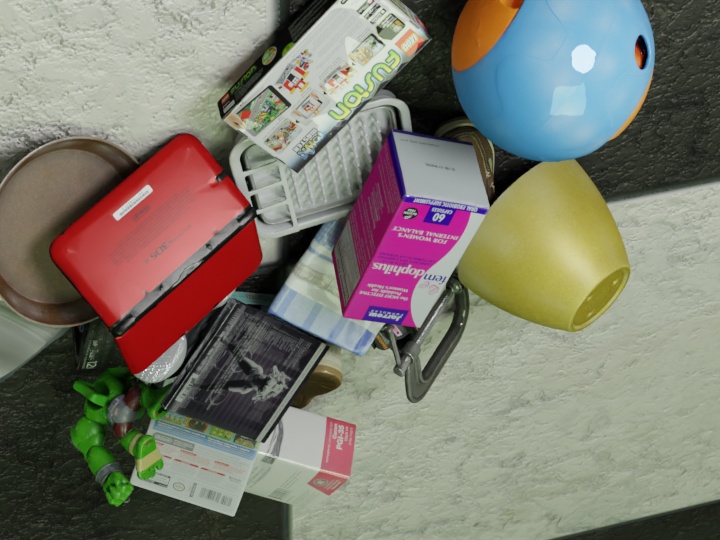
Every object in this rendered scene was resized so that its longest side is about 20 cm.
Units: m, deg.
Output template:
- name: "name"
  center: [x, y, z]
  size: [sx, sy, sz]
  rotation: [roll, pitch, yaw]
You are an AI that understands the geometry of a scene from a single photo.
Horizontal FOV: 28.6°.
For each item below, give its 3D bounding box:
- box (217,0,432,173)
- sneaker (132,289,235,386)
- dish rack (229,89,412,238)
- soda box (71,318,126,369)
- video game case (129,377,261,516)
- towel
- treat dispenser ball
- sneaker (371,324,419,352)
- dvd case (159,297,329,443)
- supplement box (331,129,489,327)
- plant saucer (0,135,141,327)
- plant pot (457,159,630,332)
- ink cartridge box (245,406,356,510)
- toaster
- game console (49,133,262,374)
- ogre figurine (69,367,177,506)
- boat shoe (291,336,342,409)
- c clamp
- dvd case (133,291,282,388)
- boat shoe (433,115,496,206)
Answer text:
- name: "box"
  center: [-0.037, -0.198, 1.403]
  size: [0.200, 0.035, 0.110]
  rotation: [-43, 128, 18]
- name: "sneaker"
  center: [-0.200, 0.046, 1.637]
  size: [0.201, 0.075, 0.114]
  rotation: [-56, 177, -14]
- name: "dish rack"
  center: [-0.041, -0.121, 1.539]
  size: [0.198, 0.044, 0.172]
  rotation: [-16, 143, -3]
- name: "soda box"
  center: [-0.281, 0.031, 1.623]
  size: [0.070, 0.064, 0.201]
  rotation: [-1, 142, -23]
- name: "video game case"
  center: [-0.193, 0.200, 1.776]
  size: [0.142, 0.018, 0.202]
  rotation: [19, 107, -8]
- name: "towel"
  center: [0.000, 0.000, 1.668]
  size: [0.146, 0.024, 0.201]
  rotation: [27, 108, -27]
- name: "treat dispenser ball"
  center: [0.188, -0.208, 1.386]
  size: [0.198, 0.202, 0.202]
  rotation: [-12, 145, -9]
- name: "sneaker"
  center: [0.023, 0.051, 1.755]
  size: [0.080, 0.087, 0.199]
  rotation: [-23, 147, 31]
- name: "dvd case"
  center: [-0.133, 0.122, 1.680]
  size: [0.149, 0.016, 0.199]
  rotation: [-56, 143, 4]
- name: "supplement box"
  center: [0.050, -0.042, 1.552]
  size: [0.100, 0.104, 0.201]
  rotation: [7, 137, -20]
- name: "plant saucer"
  center: [-0.302, -0.042, 1.462]
  size: [0.199, 0.034, 0.203]
  rotation: [-14, 114, -35]
- name: "plant pot"
  center: [0.234, -0.013, 1.666]
  size: [0.199, 0.142, 0.201]
  rotation: [-36, 154, -21]
- name: "ink cartridge box"
  center: [-0.124, 0.240, 1.893]
  size: [0.198, 0.084, 0.147]
  rotation: [18, 149, -16]
- name: "toaster"
  center: [-0.408, 0.037, 1.534]
  size: [0.199, 0.115, 0.129]
  rotation: [-35, 138, 26]
- name: "game console"
  center: [-0.213, -0.016, 1.508]
  size: [0.200, 0.173, 0.119]
  rotation: [-43, -171, -18]
- name: "ogre figurine"
  center: [-0.282, 0.167, 1.714]
  size: [0.098, 0.119, 0.202]
  rotation: [-5, 117, -55]
- name: "boat shoe"
  center: [-0.088, 0.134, 1.847]
  size: [0.072, 0.066, 0.199]
  rotation: [23, 149, -28]
- name: "c clamp"
  center: [0.094, 0.078, 1.792]
  size: [0.027, 0.200, 0.172]
  rotation: [16, 135, 25]
- name: "dvd case"
  center: [-0.188, 0.095, 1.790]
  size: [0.144, 0.022, 0.200]
  rotation: [5, 140, -30]
- name: "boat shoe"
  center: [0.129, -0.092, 1.630]
  size: [0.074, 0.075, 0.203]
  rotation: [-18, 145, 0]
